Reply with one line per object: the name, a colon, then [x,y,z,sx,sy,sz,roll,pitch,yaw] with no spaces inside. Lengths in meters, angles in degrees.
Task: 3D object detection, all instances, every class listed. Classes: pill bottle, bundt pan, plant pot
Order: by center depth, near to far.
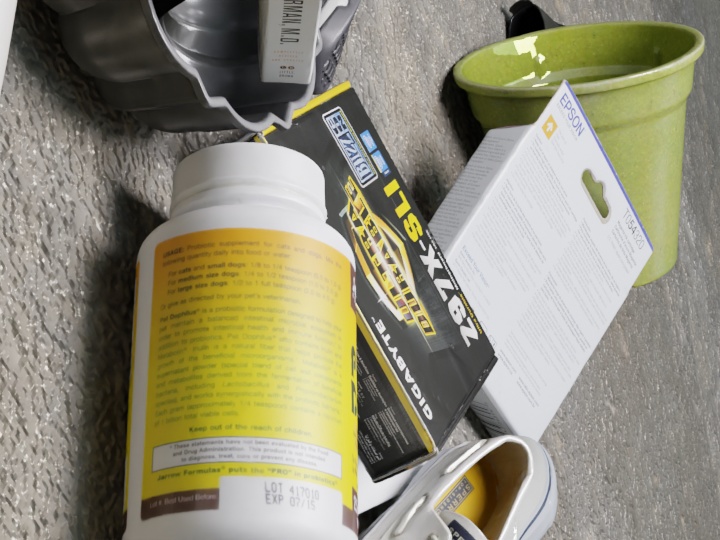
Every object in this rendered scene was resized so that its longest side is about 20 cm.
pill bottle: [-0.055,0.045,0.730,0.109,0.108,0.202,37,46,-54]
bundt pan: [-0.099,-0.159,0.773,0.202,0.075,0.204,42,42,-52]
plant pot: [0.185,-0.087,1.244,0.200,0.198,0.186,-49,134,-60]

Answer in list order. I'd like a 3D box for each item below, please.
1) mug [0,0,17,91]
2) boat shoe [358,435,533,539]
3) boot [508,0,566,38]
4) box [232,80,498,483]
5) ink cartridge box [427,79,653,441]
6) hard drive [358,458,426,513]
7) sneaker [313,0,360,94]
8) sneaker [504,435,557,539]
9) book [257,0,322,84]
mug: [-0.172,-0.018,0.480,0.186,0.148,0.155,12,75,-56]
boat shoe: [0.042,0.164,0.878,0.071,0.070,0.200,51,46,-5]
boot: [0.190,-0.142,1.404,0.138,0.077,0.202,20,48,-57]
box: [0.000,0.000,0.889,0.201,0.049,0.160,61,21,-5]
ink cartridge box: [0.122,-0.002,1.116,0.201,0.043,0.197,-56,134,-22]
hard drive: [-0.011,0.076,0.910,0.200,0.026,0.133,-7,85,-65]
sneaker: [-0.041,-0.181,0.923,0.201,0.082,0.072,-84,-167,-47]
sneaker: [0.082,0.155,1.014,0.200,0.072,0.071,-53,132,-58]
book: [-0.031,-0.191,0.689,0.200,0.047,0.135,106,-17,-68]
